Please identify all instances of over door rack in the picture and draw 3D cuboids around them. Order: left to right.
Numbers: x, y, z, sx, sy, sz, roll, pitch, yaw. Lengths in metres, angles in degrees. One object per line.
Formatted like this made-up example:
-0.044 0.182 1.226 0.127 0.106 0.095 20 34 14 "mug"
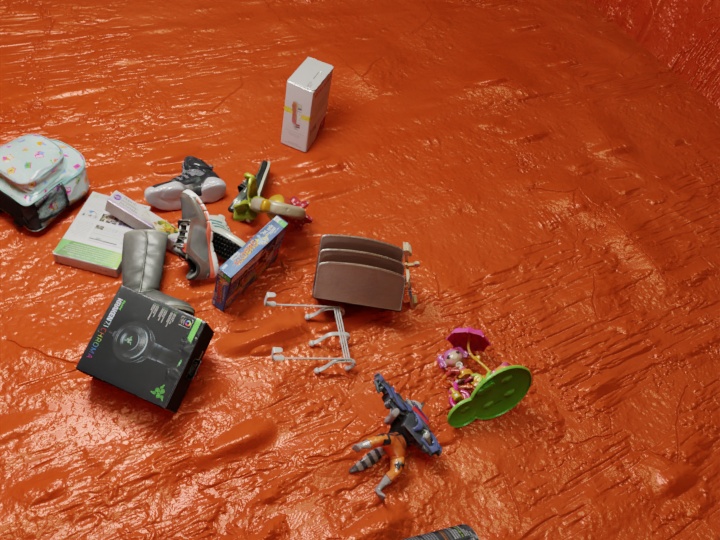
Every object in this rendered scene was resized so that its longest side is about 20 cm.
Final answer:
-0.113 0.135 1.333 0.197 0.067 0.149 13 45 -32 "over door rack"

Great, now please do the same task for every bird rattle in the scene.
-0.193 -0.137 1.478 0.198 0.114 0.163 21 1 -29 "bird rattle"

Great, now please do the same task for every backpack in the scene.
-0.719 -0.213 1.428 0.174 0.155 0.200 28 43 17 "backpack"

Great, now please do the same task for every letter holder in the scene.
0.000 0.000 1.415 0.196 0.145 0.101 9 6 -6 "letter holder"

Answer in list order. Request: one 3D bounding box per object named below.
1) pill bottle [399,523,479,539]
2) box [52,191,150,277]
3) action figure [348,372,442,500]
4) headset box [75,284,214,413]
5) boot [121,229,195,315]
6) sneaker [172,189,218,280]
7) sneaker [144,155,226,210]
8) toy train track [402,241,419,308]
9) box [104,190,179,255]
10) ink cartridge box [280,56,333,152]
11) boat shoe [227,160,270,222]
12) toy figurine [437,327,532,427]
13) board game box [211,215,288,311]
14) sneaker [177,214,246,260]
0.104 0.503 1.069 0.197 0.107 0.107 -6 52 -18 "pill bottle"
-0.576 -0.084 1.430 0.142 0.037 0.202 15 48 -2 "box"
0.053 0.305 1.226 0.193 0.104 0.201 -35 91 -40 "action figure"
-0.396 0.153 1.204 0.197 0.093 0.176 23 72 5 "headset box"
-0.432 0.010 1.356 0.178 0.073 0.203 7 52 -9 "boot"
-0.366 -0.070 1.373 0.081 0.203 0.077 -21 17 -34 "sneaker"
-0.436 -0.215 1.551 0.197 0.076 0.115 -12 54 -30 "sneaker"
0.118 0.014 1.415 0.032 0.202 0.116 -6 49 5 "toy train track"
-0.477 -0.105 1.433 0.198 0.042 0.039 32 46 -8 "box"
-0.146 -0.453 1.734 0.082 0.201 0.146 22 48 6 "ink cartridge box"
-0.271 -0.210 1.586 0.067 0.072 0.202 19 51 -3 "boat shoe"
0.232 0.210 1.356 0.198 0.151 0.185 -28 44 -4 "toy figurine"
-0.241 -0.016 1.390 0.034 0.136 0.200 36 51 7 "board game box"
-0.322 -0.091 1.465 0.197 0.071 0.094 22 44 20 "sneaker"
